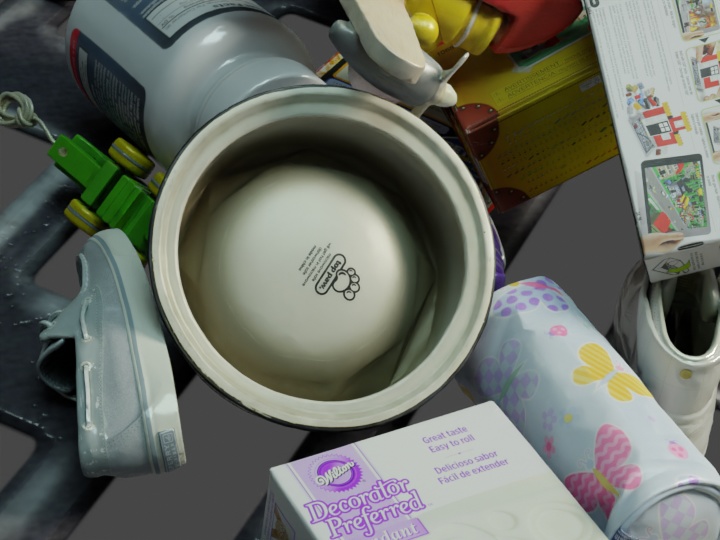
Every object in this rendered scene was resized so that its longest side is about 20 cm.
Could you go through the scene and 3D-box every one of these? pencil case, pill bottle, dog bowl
[{"bbox_3d":[0.127,0.093,1.222,0.083,0.091,0.200,-1,38,-31],"label":"pencil case"},{"bbox_3d":[-0.097,-0.118,1.378,0.119,0.120,0.200,-12,32,-27],"label":"pill bottle"},{"bbox_3d":[-0.027,-0.001,1.247,0.199,0.074,0.201,3,76,-12],"label":"dog bowl"}]

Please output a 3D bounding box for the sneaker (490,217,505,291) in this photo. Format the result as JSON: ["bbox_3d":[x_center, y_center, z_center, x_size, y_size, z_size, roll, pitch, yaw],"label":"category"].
[{"bbox_3d":[0.000,0.000,1.322,0.199,0.081,0.084,-9,55,-20],"label":"sneaker"}]

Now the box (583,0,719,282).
[{"bbox_3d":[0.199,-0.100,1.266,0.110,0.035,0.201,-13,64,8],"label":"box"}]

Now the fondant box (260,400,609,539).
[{"bbox_3d":[0.056,0.166,1.129,0.144,0.058,0.200,-15,42,-26],"label":"fondant box"}]

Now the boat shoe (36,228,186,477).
[{"bbox_3d":[-0.149,0.044,1.227,0.071,0.070,0.201,-11,36,-10],"label":"boat shoe"}]

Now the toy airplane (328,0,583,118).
[{"bbox_3d":[0.010,-0.167,1.316,0.199,0.142,0.200,27,31,28],"label":"toy airplane"}]

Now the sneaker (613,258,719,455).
[{"bbox_3d":[0.196,0.024,1.308,0.073,0.116,0.200,9,37,0],"label":"sneaker"}]

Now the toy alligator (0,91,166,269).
[{"bbox_3d":[-0.156,-0.051,1.365,0.200,0.059,0.054,40,4,32],"label":"toy alligator"}]

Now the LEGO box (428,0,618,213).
[{"bbox_3d":[0.142,-0.147,1.389,0.199,0.077,0.149,-26,42,2],"label":"LEGO box"}]

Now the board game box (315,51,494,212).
[{"bbox_3d":[0.047,-0.107,1.489,0.151,0.046,0.200,25,40,17],"label":"board game box"}]
